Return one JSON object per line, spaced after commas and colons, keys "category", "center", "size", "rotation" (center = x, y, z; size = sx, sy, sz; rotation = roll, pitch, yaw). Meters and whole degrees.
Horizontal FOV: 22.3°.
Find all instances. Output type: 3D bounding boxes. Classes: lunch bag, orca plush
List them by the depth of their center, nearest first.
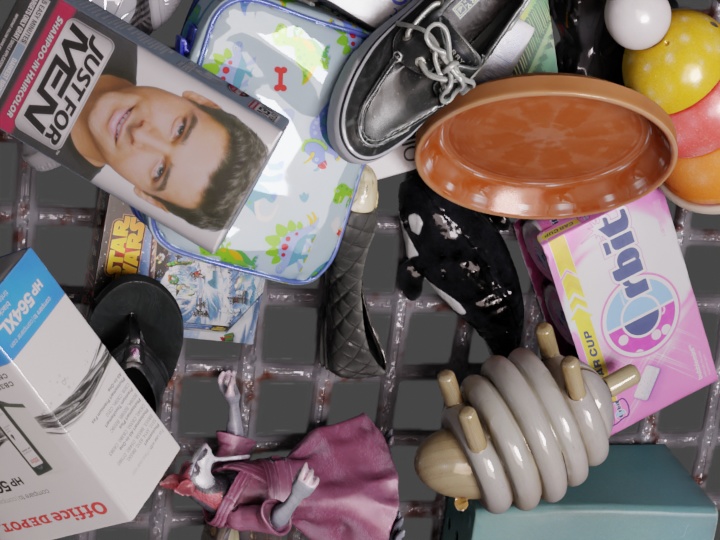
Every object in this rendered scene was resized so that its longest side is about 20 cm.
{"category": "lunch bag", "center": [-0.075, -0.102, 1.333], "size": [0.159, 0.082, 0.202], "rotation": [14, 101, -23]}
{"category": "orca plush", "center": [0.091, 0.016, 1.478], "size": [0.104, 0.071, 0.202], "rotation": [-19, 113, -11]}

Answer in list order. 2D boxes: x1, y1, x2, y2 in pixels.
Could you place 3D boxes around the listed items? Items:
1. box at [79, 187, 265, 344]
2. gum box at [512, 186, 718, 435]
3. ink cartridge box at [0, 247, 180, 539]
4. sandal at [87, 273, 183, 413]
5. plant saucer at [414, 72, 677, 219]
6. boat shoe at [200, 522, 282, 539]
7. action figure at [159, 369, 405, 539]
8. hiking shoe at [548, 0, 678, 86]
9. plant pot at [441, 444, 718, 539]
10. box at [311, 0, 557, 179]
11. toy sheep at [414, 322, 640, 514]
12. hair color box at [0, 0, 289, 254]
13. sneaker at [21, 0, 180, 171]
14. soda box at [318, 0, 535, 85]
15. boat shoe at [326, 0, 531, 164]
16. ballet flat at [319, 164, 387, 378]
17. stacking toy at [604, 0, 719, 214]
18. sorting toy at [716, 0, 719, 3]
{"category": "box", "center": [-0.132, -0.049, 1.399], "size": [0.135, 0.040, 0.202], "rotation": [7, 106, -21]}
{"category": "gum box", "center": [0.213, 0.022, 1.522], "size": [0.113, 0.066, 0.202], "rotation": [-25, 114, -10]}
{"category": "ink cartridge box", "center": [-0.251, 0.098, 1.341], "size": [0.145, 0.085, 0.201], "rotation": [-17, 117, 36]}
{"category": "sandal", "center": [-0.177, 0.093, 1.398], "size": [0.074, 0.048, 0.202], "rotation": [3, 124, -18]}
{"category": "plant saucer", "center": [0.140, -0.096, 1.381], "size": [0.198, 0.200, 0.033], "rotation": [11, 64, -21]}
{"category": "boat shoe", "center": [-0.094, 0.300, 1.512], "size": [0.072, 0.075, 0.202], "rotation": [-2, 110, -18]}
{"category": "action figure", "center": [-0.068, 0.175, 1.471], "size": [0.198, 0.134, 0.150], "rotation": [0, 127, -21]}
{"category": "hiking shoe", "center": [0.198, -0.219, 1.442], "size": [0.100, 0.076, 0.202], "rotation": [-20, 122, -20]}
{"category": "plant pot", "center": [0.175, 0.231, 1.546], "size": [0.198, 0.141, 0.143], "rotation": [6, 106, -12]}
{"category": "box", "center": [0.058, -0.158, 1.427], "size": [0.198, 0.036, 0.146], "rotation": [-17, 112, -14]}
{"category": "toy sheep", "center": [0.135, 0.122, 1.456], "size": [0.198, 0.138, 0.139], "rotation": [-22, 114, -4]}
{"category": "hair color box", "center": [-0.158, -0.108, 1.248], "size": [0.199, 0.061, 0.100], "rotation": [30, 101, -4]}
{"category": "sneaker", "center": [-0.212, -0.178, 1.312], "size": [0.114, 0.075, 0.201], "rotation": [33, 91, -23]}
{"category": "soda box", "center": [0.027, -0.202, 1.348], "size": [0.199, 0.068, 0.064], "rotation": [28, 94, -23]}
{"category": "boat shoe", "center": [0.057, -0.154, 1.290], "size": [0.199, 0.068, 0.074], "rotation": [-45, 115, -9]}
{"category": "ballet flat", "center": [0.000, 0.000, 1.429], "size": [0.056, 0.067, 0.202], "rotation": [5, 128, 1]}
{"category": "stacking toy", "center": [0.249, -0.149, 1.389], "size": [0.146, 0.146, 0.200], "rotation": [-48, 131, 2]}
{"category": "sorting toy", "center": [0.261, -0.299, 1.366], "size": [0.069, 0.199, 0.202], "rotation": [0, 109, -2]}
